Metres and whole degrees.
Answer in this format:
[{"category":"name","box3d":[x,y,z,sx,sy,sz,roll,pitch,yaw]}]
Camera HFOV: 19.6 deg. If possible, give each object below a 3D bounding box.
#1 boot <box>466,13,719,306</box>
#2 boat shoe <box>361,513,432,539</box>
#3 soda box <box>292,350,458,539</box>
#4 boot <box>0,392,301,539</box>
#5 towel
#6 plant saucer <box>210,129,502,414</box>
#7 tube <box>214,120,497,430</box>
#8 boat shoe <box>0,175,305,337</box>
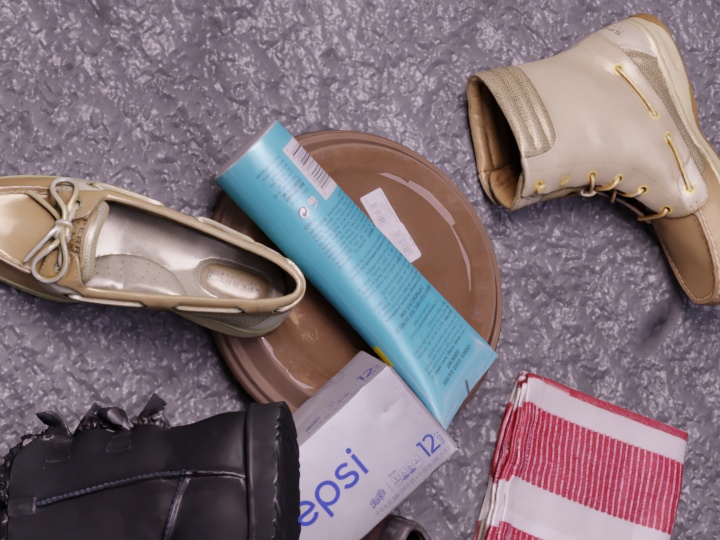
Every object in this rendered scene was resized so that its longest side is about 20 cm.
[{"category":"boot","box3d":[0.160,-0.054,1.350,0.155,0.073,0.201,-20,92,-29]},{"category":"boat shoe","box3d":[0.034,0.240,1.245,0.073,0.065,0.201,-25,102,-32]},{"category":"soda box","box3d":[-0.044,0.139,1.190,0.200,0.063,0.068,-43,104,-7]},{"category":"boot","box3d":[-0.114,0.157,1.109,0.161,0.073,0.199,-9,54,10]},{"category":"towel","box3d":[0.138,0.180,1.338,0.143,0.023,0.201,22,74,-25]},{"category":"plant saucer","box3d":[0.001,0.007,1.267,0.199,0.029,0.201,6,73,-21]},{"category":"tube","box3d":[0.000,0.000,1.227,0.200,0.050,0.078,47,49,-8]},{"category":"boat shoe","box3d":[-0.130,-0.011,1.177,0.200,0.063,0.074,19,76,-9]}]
